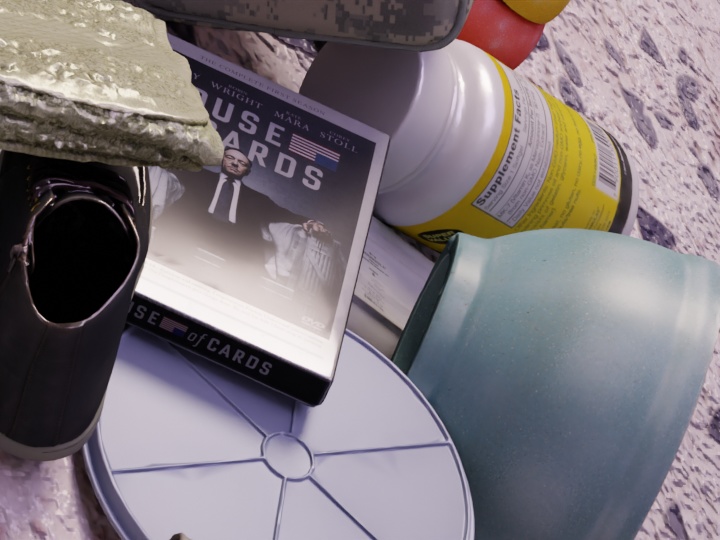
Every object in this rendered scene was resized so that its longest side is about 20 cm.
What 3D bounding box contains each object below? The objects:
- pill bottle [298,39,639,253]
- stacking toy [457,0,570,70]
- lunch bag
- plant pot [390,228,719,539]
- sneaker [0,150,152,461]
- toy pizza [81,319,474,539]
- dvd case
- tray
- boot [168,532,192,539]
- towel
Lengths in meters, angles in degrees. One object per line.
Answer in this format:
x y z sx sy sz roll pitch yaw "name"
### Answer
0.062 -0.065 1.307 0.199 0.114 0.115 27 42 -43 "pill bottle"
0.085 -0.181 1.363 0.146 0.199 0.147 37 35 -33 "stacking toy"
-0.023 -0.213 1.217 0.168 0.198 0.141 -65 160 -65 "lunch bag"
0.084 0.061 1.175 0.133 0.201 0.201 24 35 -3 "plant pot"
-0.117 -0.028 0.973 0.074 0.106 0.201 10 54 -13 "sneaker"
-0.039 0.094 1.047 0.199 0.032 0.201 19 43 -18 "toy pizza"
-0.068 -0.033 1.113 0.149 0.025 0.201 24 39 -9 "dvd case"
0.000 0.000 1.246 0.200 0.022 0.108 37 37 -33 "tray"
-0.033 0.231 0.927 0.199 0.072 0.183 36 54 -23 "boot"
-0.162 -0.095 0.963 0.198 0.037 0.149 8 25 -26 "towel"
